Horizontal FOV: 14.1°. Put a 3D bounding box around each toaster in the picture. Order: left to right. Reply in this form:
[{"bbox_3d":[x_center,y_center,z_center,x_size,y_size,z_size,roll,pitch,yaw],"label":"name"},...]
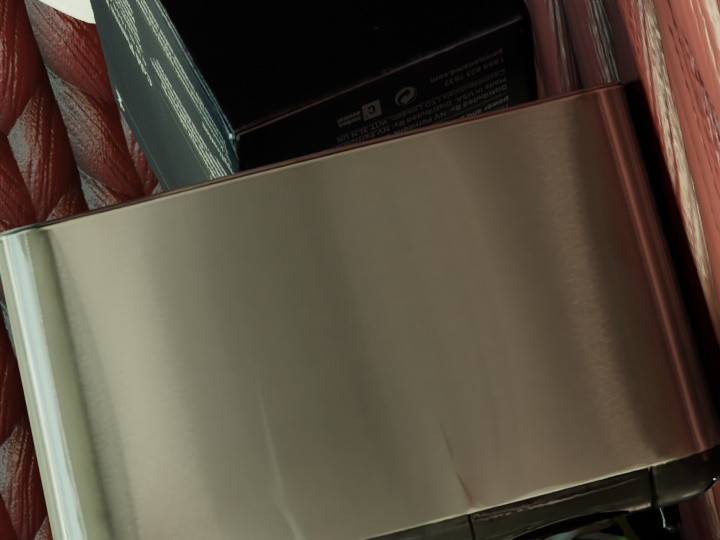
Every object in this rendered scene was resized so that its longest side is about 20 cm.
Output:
[{"bbox_3d":[-0.005,0.029,0.807,0.200,0.180,0.119,176,79,-87],"label":"toaster"}]

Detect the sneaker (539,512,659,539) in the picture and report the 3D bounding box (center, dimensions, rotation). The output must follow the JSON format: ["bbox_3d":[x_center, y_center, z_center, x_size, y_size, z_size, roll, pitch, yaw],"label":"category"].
[{"bbox_3d":[0.058,0.084,0.954,0.200,0.071,0.083,-141,38,-82],"label":"sneaker"}]

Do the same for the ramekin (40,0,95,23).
[{"bbox_3d":[-0.103,-0.200,1.215,0.098,0.201,0.200,31,172,3],"label":"ramekin"}]

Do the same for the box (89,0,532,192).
[{"bbox_3d":[-0.023,-0.074,1.020,0.182,0.104,0.200,80,164,-52],"label":"box"}]
